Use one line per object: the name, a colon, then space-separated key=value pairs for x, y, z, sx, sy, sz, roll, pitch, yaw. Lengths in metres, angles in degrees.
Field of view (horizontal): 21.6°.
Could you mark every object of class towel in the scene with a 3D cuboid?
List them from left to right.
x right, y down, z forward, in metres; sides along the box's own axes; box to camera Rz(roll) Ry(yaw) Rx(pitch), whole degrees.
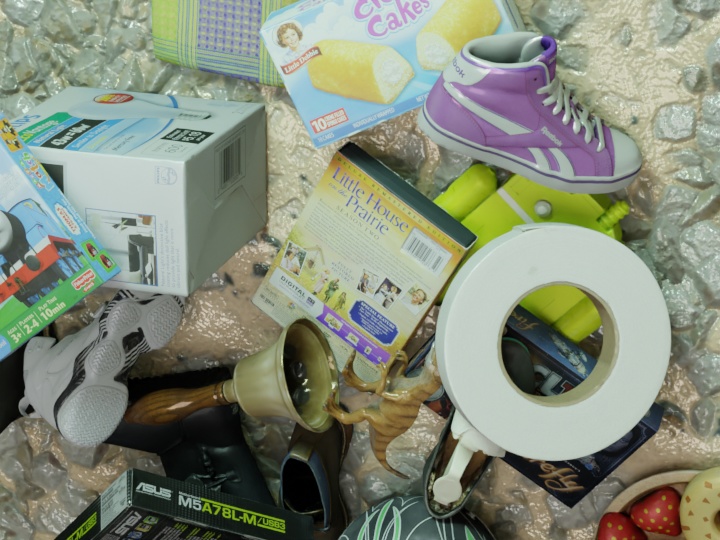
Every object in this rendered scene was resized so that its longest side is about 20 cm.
towel: x=-0.089 y=-0.234 z=1.655 sx=0.200 sy=0.023 sz=0.144 roll=10 pitch=114 yaw=15

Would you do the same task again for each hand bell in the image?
hand bell: x=-0.130 y=0.113 z=1.723 sx=0.200 sy=0.104 sz=0.104 roll=-13 pitch=106 yaw=26

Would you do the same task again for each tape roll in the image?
tape roll: x=0.163 y=0.059 z=1.593 sx=0.203 sy=0.037 sz=0.203 roll=-1 pitch=96 yaw=-10

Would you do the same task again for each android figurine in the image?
android figurine: x=0.147 y=-0.015 z=1.655 sx=0.200 sy=0.041 sz=0.182 roll=-40 pitch=95 yaw=29

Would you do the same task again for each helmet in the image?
helmet: x=0.053 y=0.312 z=1.743 sx=0.200 sy=0.200 sz=0.191 roll=-13 pitch=123 yaw=22

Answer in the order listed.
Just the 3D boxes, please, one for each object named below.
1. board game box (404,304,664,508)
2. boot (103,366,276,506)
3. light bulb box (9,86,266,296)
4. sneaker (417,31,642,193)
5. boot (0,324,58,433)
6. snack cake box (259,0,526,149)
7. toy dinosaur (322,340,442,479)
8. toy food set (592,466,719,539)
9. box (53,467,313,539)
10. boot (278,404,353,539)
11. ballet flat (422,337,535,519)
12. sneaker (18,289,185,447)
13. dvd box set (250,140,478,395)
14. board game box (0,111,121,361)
board game box: x=0.150 y=0.112 z=1.679 sx=0.200 sy=0.035 sz=0.136 roll=35 pitch=130 yaw=-6
boot: x=-0.191 y=0.188 z=1.825 sx=0.200 sy=0.076 sz=0.168 roll=-9 pitch=106 yaw=19
light bulb box: x=-0.208 y=-0.074 z=1.657 sx=0.200 sy=0.198 sz=0.125 roll=7 pitch=111 yaw=16
sneaker: x=0.159 y=-0.132 z=1.543 sx=0.200 sy=0.073 sz=0.114 roll=13 pitch=132 yaw=-21
boot: x=-0.351 y=0.056 z=1.790 sx=0.077 sy=0.138 sz=0.200 roll=-14 pitch=105 yaw=23
snack cake box: x=0.030 y=-0.197 z=1.588 sx=0.200 sy=0.067 sz=0.115 roll=-22 pitch=108 yaw=17
toy dinosaur: x=0.021 y=0.131 z=1.687 sx=0.106 sy=0.060 sz=0.200 roll=28 pitch=139 yaw=1
toy food set: x=0.308 y=0.273 z=1.711 sx=0.200 sy=0.049 sz=0.198 roll=-14 pitch=106 yaw=22
box: x=-0.175 y=0.265 z=1.741 sx=0.193 sy=0.048 sz=0.200 roll=17 pitch=139 yaw=-29
boot: x=-0.055 y=0.229 z=1.785 sx=0.075 sy=0.097 sz=0.200 roll=10 pitch=113 yaw=14
ballet flat: x=0.103 y=0.149 z=1.657 sx=0.068 sy=0.068 sz=0.200 roll=22 pitch=130 yaw=4
sneaker: x=-0.248 y=0.065 z=1.770 sx=0.115 sy=0.200 sz=0.075 roll=11 pitch=158 yaw=45
dvd box set: x=0.000 y=0.000 z=1.688 sx=0.146 sy=0.029 sz=0.200 roll=37 pitch=128 yaw=8
board game box: x=-0.316 y=-0.038 z=1.578 sx=0.151 sy=0.037 sz=0.200 roll=-35 pitch=93 yaw=30
